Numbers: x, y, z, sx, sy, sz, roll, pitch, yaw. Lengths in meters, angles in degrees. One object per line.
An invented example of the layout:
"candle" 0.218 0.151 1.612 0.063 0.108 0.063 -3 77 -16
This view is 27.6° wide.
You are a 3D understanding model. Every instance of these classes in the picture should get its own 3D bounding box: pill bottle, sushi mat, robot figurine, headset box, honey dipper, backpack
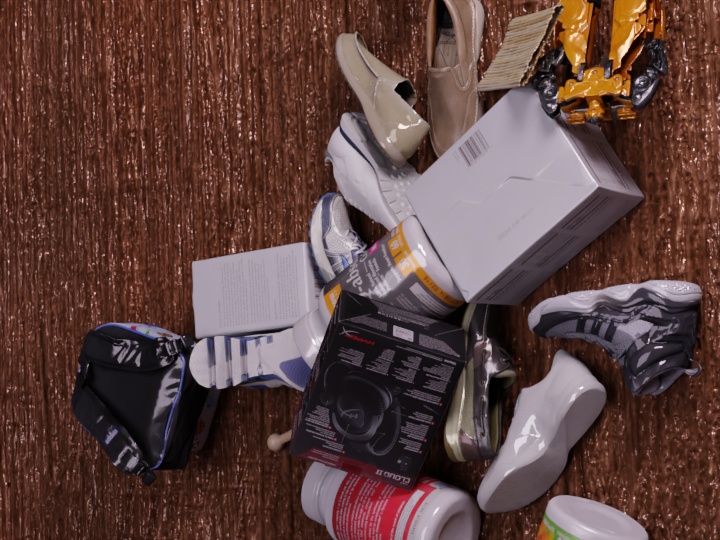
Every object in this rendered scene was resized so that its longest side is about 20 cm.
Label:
"pill bottle" 0.221 0.350 1.540 0.111 0.111 0.202 24 102 37
"sushi mat" 0.171 -0.239 1.589 0.096 0.012 0.200 -64 9 2
"pill bottle" 0.031 0.280 1.697 0.199 0.112 0.113 16 97 38
"robot figurine" 0.257 -0.234 1.529 0.144 0.058 0.202 -3 62 26
"headset box" 0.015 0.142 1.616 0.077 0.147 0.201 -85 13 -61
"pill bottle" 0.024 0.038 1.670 0.200 0.116 0.117 -39 64 19
"honey dipper" -0.047 0.184 1.816 0.199 0.038 0.038 -27 71 37
"backpack" -0.284 0.155 1.936 0.189 0.154 0.202 22 95 29

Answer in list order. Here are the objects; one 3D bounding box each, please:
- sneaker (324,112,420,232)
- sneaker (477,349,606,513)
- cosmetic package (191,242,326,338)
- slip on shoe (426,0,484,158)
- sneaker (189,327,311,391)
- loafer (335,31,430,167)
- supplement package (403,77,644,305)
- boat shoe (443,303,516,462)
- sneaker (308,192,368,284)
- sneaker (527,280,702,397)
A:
"sneaker" 0.022 -0.097 1.763 0.081 0.076 0.201 -53 51 33
"sneaker" 0.189 0.177 1.615 0.201 0.075 0.089 -54 43 19
"cosmetic package" -0.120 0.028 1.861 0.199 0.071 0.103 -8 82 38
"slip on shoe" 0.104 -0.223 1.703 0.076 0.060 0.202 6 91 39
"sneaker" -0.106 0.111 1.842 0.197 0.115 0.082 1 89 9
"loafer" 0.029 -0.213 1.758 0.068 0.076 0.201 -28 61 7
"supplement package" 0.176 -0.083 1.604 0.200 0.110 0.157 -42 63 28
"boat shoe" 0.143 0.117 1.632 0.065 0.072 0.203 2 68 26
"sneaker" 0.000 0.000 1.775 0.085 0.077 0.202 -15 86 29
"sneaker" 0.267 0.078 1.542 0.199 0.075 0.115 -11 78 35
